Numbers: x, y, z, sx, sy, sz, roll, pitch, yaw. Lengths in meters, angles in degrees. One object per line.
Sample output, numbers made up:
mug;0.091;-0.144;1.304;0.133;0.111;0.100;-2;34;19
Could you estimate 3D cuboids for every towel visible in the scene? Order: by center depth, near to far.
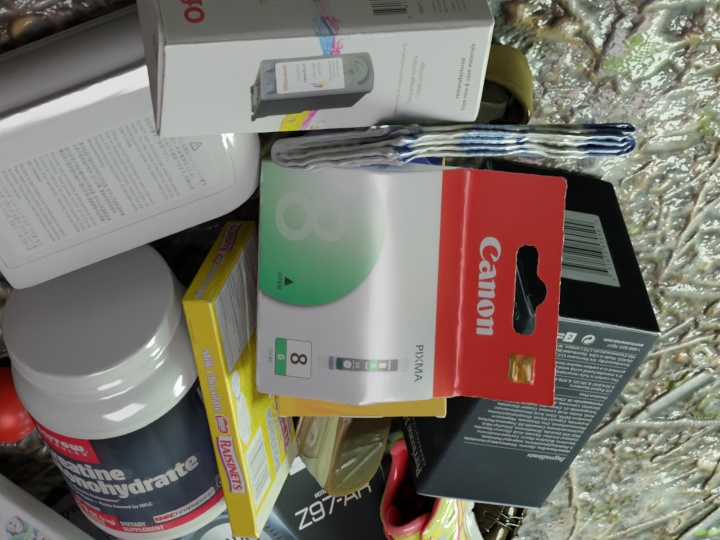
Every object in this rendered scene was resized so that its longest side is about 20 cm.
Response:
towel;0.059;-0.078;1.554;0.199;0.024;0.146;-3;-178;-35

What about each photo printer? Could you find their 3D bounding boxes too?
photo printer;-0.169;-0.084;1.586;0.199;0.070;0.167;-20;138;6

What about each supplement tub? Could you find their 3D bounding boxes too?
supplement tub;-0.163;0.084;1.720;0.139;0.141;0.201;-16;139;3

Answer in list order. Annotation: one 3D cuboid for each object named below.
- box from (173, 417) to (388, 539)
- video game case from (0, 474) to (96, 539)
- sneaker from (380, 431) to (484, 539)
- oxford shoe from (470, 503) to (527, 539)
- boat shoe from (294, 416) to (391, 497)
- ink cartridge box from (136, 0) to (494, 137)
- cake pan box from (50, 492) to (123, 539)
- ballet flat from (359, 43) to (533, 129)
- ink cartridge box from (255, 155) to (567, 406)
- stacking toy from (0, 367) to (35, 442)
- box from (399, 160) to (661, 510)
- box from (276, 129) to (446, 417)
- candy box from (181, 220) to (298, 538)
box;-0.074;0.197;1.880;0.199;0.044;0.161;-27;133;-15
video game case;-0.266;0.244;1.875;0.199;0.024;0.183;34;130;5
sneaker;0.048;0.203;1.890;0.078;0.202;0.090;5;-165;34
oxford shoe;0.118;0.174;1.941;0.072;0.085;0.200;20;127;-31
boat shoe;-0.006;0.064;1.765;0.074;0.066;0.201;-5;121;-47
ink cartridge box;-0.032;-0.162;1.479;0.198;0.148;0.086;-4;138;-9
cake pan box;-0.169;0.230;1.950;0.199;0.053;0.184;-29;135;16
ballet flat;0.022;-0.122;1.601;0.198;0.063;0.069;0;137;-15
ink cartridge box;0.031;0.010;1.614;0.198;0.050;0.162;7;106;16
stacking toy;-0.326;0.106;1.752;0.198;0.086;0.086;-8;139;-13
box;0.110;0.048;1.749;0.106;0.149;0.201;8;134;-23
box;0.000;0.000;1.675;0.118;0.041;0.202;0;103;4
candy box;-0.082;0.076;1.702;0.026;0.102;0.201;0;123;15
